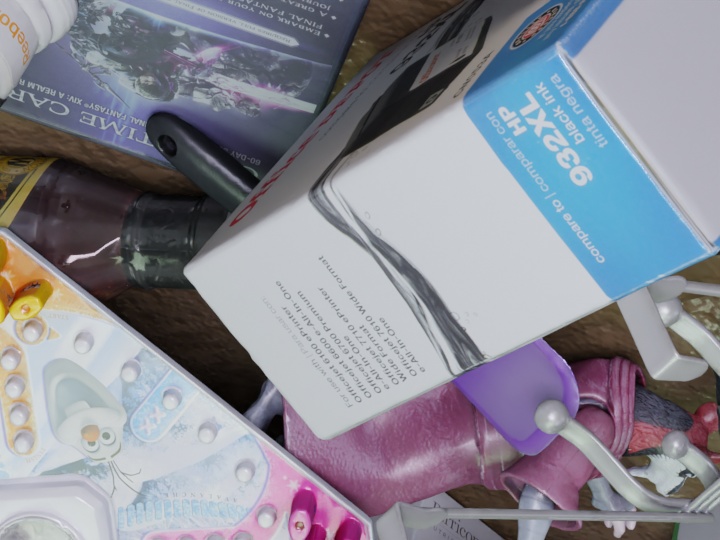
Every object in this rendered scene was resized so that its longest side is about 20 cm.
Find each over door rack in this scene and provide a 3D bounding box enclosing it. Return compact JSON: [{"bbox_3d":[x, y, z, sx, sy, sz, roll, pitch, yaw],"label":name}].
[{"bbox_3d":[0.106,0.038,1.004,0.199,0.067,0.148,-7,149,-50],"label":"over door rack"}]

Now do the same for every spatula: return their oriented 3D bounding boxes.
[{"bbox_3d":[0.000,0.000,1.098,0.199,0.021,0.057,34,139,-7],"label":"spatula"}]

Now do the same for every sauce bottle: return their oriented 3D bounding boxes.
[{"bbox_3d":[-0.140,-0.016,1.157,0.198,0.066,0.066,2,144,16],"label":"sauce bottle"}]

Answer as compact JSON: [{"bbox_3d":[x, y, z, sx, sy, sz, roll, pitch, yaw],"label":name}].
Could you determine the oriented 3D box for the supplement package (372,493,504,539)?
[{"bbox_3d":[0.005,0.215,1.308,0.109,0.201,0.114,-18,135,41],"label":"supplement package"}]

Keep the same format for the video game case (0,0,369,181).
[{"bbox_3d":[-0.071,-0.103,1.041,0.142,0.019,0.200,19,147,-4],"label":"video game case"}]

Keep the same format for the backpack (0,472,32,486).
[{"bbox_3d":[-0.133,0.120,1.257,0.182,0.147,0.200,-6,135,46],"label":"backpack"}]

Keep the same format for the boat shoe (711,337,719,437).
[{"bbox_3d":[0.232,0.073,1.134,0.199,0.062,0.073,20,147,-7],"label":"boat shoe"}]

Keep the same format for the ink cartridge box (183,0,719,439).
[{"bbox_3d":[0.055,-0.042,0.951,0.084,0.145,0.200,50,138,-11],"label":"ink cartridge box"}]

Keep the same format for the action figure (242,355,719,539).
[{"bbox_3d":[0.058,0.060,1.188,0.198,0.134,0.150,-6,99,10],"label":"action figure"}]

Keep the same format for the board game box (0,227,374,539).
[{"bbox_3d":[-0.130,0.117,1.146,0.200,0.026,0.200,39,108,-6],"label":"board game box"}]

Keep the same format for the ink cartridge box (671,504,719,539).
[{"bbox_3d":[0.223,0.201,1.250,0.199,0.147,0.083,33,141,-27],"label":"ink cartridge box"}]

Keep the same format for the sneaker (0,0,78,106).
[{"bbox_3d":[-0.199,-0.081,1.055,0.199,0.080,0.074,-4,137,40],"label":"sneaker"}]

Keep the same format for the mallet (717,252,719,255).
[{"bbox_3d":[0.128,-0.006,1.089,0.198,0.041,0.066,1,143,14],"label":"mallet"}]
